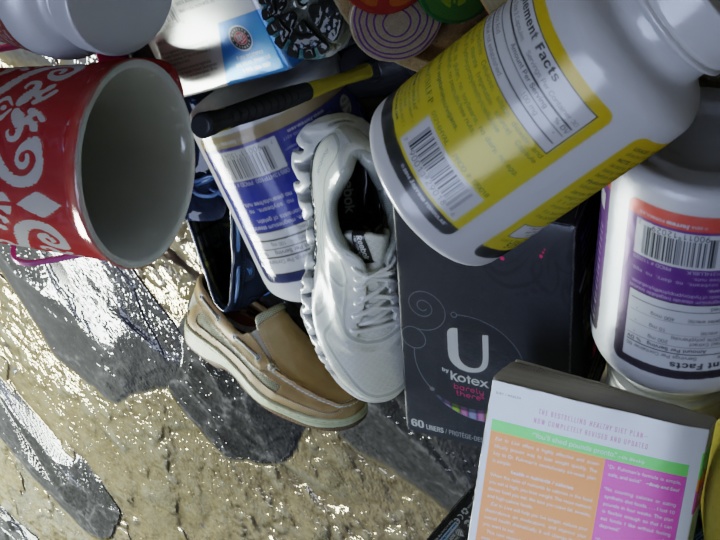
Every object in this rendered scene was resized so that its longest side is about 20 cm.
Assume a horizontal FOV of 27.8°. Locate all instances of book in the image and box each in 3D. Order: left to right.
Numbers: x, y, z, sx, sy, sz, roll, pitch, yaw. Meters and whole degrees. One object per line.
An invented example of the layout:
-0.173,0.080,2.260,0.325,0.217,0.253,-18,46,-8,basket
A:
0.133,0.170,0.888,0.132,0.048,0.202,14,107,21,book

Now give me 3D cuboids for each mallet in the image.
-0.023,-0.118,0.923,0.065,0.199,0.042,-12,100,38,mallet

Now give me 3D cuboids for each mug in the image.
-0.220,-0.078,0.992,0.198,0.177,0.135,5,100,25,mug

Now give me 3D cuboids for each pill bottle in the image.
-0.216,-0.204,0.974,0.199,0.112,0.113,23,136,42,pill bottle
-0.032,-0.046,1.051,0.119,0.120,0.201,-2,120,46,pill bottle
0.108,-0.096,0.768,0.199,0.111,0.112,-35,96,32,pill bottle
0.195,0.002,0.871,0.111,0.111,0.202,25,137,28,pill bottle

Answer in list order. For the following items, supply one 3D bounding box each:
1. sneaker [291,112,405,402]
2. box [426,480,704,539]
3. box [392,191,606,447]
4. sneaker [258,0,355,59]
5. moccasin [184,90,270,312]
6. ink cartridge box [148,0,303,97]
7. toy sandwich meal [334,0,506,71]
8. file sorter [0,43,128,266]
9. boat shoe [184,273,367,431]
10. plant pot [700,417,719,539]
0.000,0.000,0.966,0.081,0.074,0.202,-142,39,-66,sneaker
0.158,0.205,1.008,0.193,0.200,0.048,39,148,11,box
0.097,0.013,0.965,0.121,0.106,0.202,10,129,20,box
-0.029,-0.237,0.924,0.077,0.086,0.203,2,100,25,sneaker
-0.115,-0.057,1.168,0.080,0.068,0.202,2,122,44,moccasin
-0.108,-0.233,0.994,0.145,0.084,0.201,-3,119,51,ink cartridge box
0.076,-0.173,0.814,0.203,0.071,0.207,-1,134,-1,toy sandwich meal
-0.239,-0.123,1.141,0.140,0.124,0.202,-107,7,-54,file sorter
-0.075,0.064,1.238,0.199,0.071,0.077,26,126,28,boat shoe
0.281,0.139,0.863,0.143,0.198,0.201,63,148,24,plant pot
